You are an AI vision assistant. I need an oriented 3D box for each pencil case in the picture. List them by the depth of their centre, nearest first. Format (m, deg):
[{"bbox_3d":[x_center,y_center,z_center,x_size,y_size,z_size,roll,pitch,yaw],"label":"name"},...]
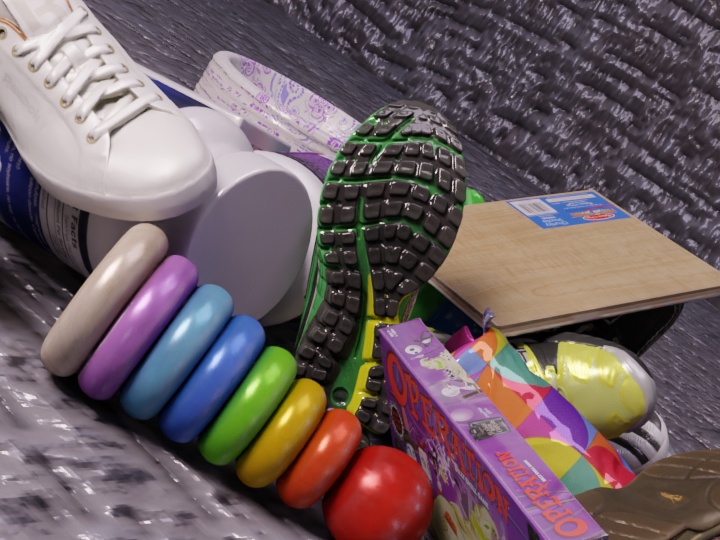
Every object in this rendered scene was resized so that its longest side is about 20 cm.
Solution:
[{"bbox_3d":[0.109,0.116,0.803,0.200,0.088,0.088,46,13,6],"label":"pencil case"}]

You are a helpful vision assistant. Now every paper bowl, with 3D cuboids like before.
[{"bbox_3d":[-0.064,-0.098,1.280,0.200,0.105,0.201,31,11,-7],"label":"paper bowl"}]

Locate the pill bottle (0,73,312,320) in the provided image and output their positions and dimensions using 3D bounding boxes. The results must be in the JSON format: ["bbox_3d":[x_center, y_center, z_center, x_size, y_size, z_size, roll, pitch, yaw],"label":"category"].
[{"bbox_3d":[-0.129,-0.049,0.812,0.200,0.116,0.116,29,8,33],"label":"pill bottle"}]

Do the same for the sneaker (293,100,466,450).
[{"bbox_3d":[0.000,0.000,0.822,0.078,0.201,0.085,19,3,-8],"label":"sneaker"}]

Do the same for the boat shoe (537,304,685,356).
[{"bbox_3d":[0.147,0.066,0.982,0.064,0.200,0.071,39,-23,54],"label":"boat shoe"}]

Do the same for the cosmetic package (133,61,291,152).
[{"bbox_3d":[-0.163,-0.112,1.077,0.200,0.071,0.101,28,2,20],"label":"cosmetic package"}]

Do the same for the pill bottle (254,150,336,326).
[{"bbox_3d":[-0.057,-0.023,0.959,0.111,0.112,0.200,34,11,10],"label":"pill bottle"}]

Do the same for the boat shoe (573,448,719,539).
[{"bbox_3d":[0.164,0.138,0.729,0.200,0.068,0.072,-10,21,-36],"label":"boat shoe"}]

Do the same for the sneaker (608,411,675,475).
[{"bbox_3d":[0.175,0.142,1.031,0.116,0.075,0.200,53,-7,-16],"label":"sneaker"}]

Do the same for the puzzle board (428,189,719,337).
[{"bbox_3d":[0.124,-0.007,0.965,0.199,0.017,0.151,-8,31,-32],"label":"puzzle board"}]

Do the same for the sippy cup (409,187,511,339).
[{"bbox_3d":[0.083,0.028,1.086,0.130,0.140,0.178,37,17,-16],"label":"sippy cup"}]

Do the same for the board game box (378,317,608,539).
[{"bbox_3d":[0.059,0.118,0.682,0.032,0.120,0.200,-11,27,-16],"label":"board game box"}]

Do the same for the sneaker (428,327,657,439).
[{"bbox_3d":[0.078,0.079,0.887,0.199,0.076,0.076,0,17,21],"label":"sneaker"}]

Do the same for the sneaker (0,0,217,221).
[{"bbox_3d":[-0.150,-0.098,0.720,0.200,0.073,0.085,36,-31,28],"label":"sneaker"}]

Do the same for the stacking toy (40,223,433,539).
[{"bbox_3d":[-0.051,0.068,0.703,0.200,0.085,0.085,38,11,-5],"label":"stacking toy"}]
